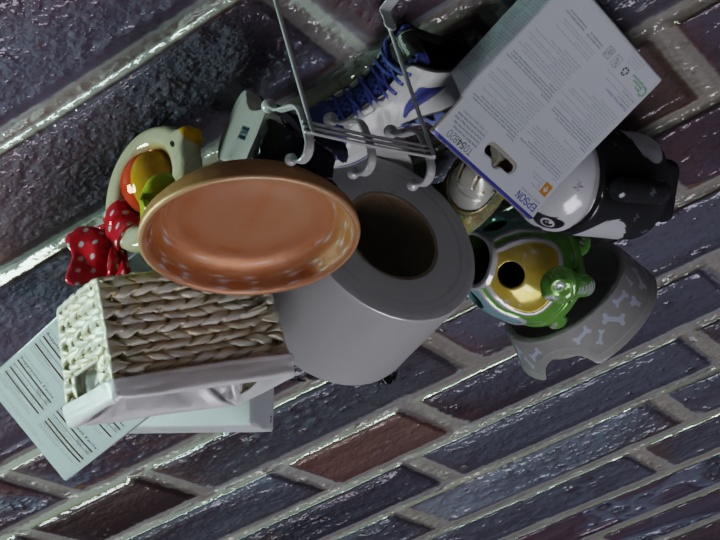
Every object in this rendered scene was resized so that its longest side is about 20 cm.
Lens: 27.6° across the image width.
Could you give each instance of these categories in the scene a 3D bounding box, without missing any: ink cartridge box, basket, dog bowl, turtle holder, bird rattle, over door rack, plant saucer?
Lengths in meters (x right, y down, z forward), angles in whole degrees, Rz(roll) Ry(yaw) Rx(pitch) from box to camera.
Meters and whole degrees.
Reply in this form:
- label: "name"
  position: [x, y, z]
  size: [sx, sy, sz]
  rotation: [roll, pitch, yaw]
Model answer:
- label: "ink cartridge box"
  position: [0.178, -0.173, 1.448]
  size: [0.200, 0.041, 0.200]
  rotation: [-47, 136, 6]
- label: "basket"
  position: [-0.185, 0.071, 1.429]
  size: [0.200, 0.124, 0.135]
  rotation: [-5, 166, -33]
- label: "dog bowl"
  position: [0.267, 0.044, 1.817]
  size: [0.200, 0.200, 0.059]
  rotation: [-29, 116, 24]
- label: "turtle holder"
  position: [0.188, 0.006, 1.712]
  size: [0.131, 0.186, 0.141]
  rotation: [8, 127, -34]
- label: "bird rattle"
  position: [-0.206, -0.060, 1.448]
  size: [0.112, 0.164, 0.200]
  rotation: [18, 161, -34]
- label: "over door rack"
  position: [-0.015, -0.171, 1.311]
  size: [0.147, 0.201, 0.067]
  rotation: [8, 154, -36]
- label: "plant saucer"
  position: [-0.100, -0.042, 1.319]
  size: [0.200, 0.038, 0.200]
  rotation: [-4, 149, -2]

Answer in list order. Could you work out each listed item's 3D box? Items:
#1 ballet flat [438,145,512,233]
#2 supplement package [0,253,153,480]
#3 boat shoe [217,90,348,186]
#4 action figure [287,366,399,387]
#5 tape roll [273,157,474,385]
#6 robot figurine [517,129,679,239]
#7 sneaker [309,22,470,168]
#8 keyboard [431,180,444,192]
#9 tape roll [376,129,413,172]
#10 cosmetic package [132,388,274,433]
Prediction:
- label: "ballet flat"
  position: [0.140, -0.118, 1.543]
  size: [0.200, 0.071, 0.071]
  rotation: [-49, 141, 13]
- label: "supplement package"
  position: [-0.262, 0.090, 1.614]
  size: [0.200, 0.147, 0.191]
  rotation: [-38, -177, 35]
- label: "boat shoe"
  position: [-0.074, -0.116, 1.384]
  size: [0.093, 0.200, 0.075]
  rotation: [22, 99, -17]
- label: "action figure"
  position: [-0.044, 0.084, 1.717]
  size: [0.200, 0.102, 0.119]
  rotation: [3, -172, 28]
- label: "tape roll"
  position: [0.000, 0.000, 1.525]
  size: [0.202, 0.203, 0.139]
  rotation: [5, 146, -31]
- label: "robot figurine"
  position: [0.259, -0.096, 1.621]
  size: [0.200, 0.125, 0.150]
  rotation: [4, 147, -33]
- label: "sneaker"
  position: [0.026, -0.184, 1.432]
  size: [0.199, 0.081, 0.115]
  rotation: [-20, 147, -3]
- label: "keyboard"
  position: [0.058, -0.057, 1.681]
  size: [0.127, 0.021, 0.200]
  rotation: [-7, 162, -35]
- label: "tape roll"
  position: [-0.044, -0.100, 1.574]
  size: [0.202, 0.037, 0.203]
  rotation: [-11, 152, -6]
- label: "cosmetic package"
  position: [-0.218, 0.167, 1.849]
  size: [0.199, 0.071, 0.101]
  rotation: [-2, 169, 12]
